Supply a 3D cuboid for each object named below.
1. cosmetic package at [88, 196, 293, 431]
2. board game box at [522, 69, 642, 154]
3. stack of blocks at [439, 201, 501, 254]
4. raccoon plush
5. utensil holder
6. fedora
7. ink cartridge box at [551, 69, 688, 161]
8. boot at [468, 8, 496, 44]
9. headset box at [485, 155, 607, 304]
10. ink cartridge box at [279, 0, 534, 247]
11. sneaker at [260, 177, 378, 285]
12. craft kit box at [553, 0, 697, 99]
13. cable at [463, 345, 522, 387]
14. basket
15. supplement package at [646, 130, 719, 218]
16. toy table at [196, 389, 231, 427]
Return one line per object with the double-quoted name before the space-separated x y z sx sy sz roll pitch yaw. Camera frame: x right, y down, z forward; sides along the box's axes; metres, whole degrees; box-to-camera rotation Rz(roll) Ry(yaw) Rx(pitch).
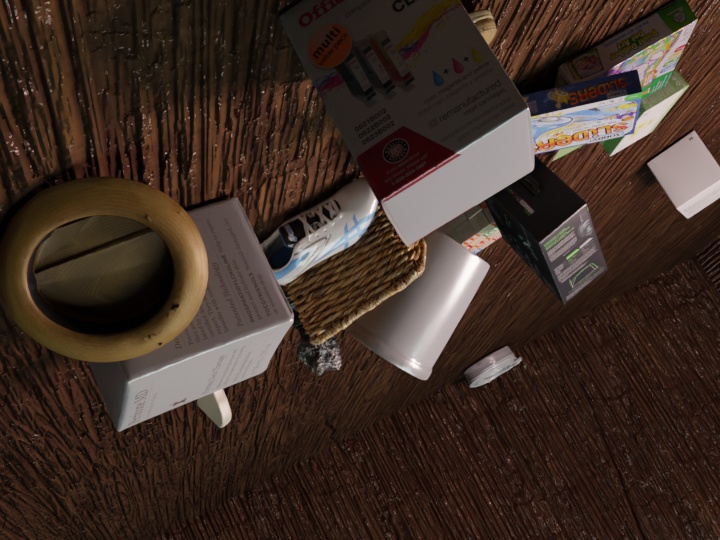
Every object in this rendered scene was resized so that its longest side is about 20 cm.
"cosmetic package" -0.211 0.050 1.034 0.197 0.169 0.168 -20 161 -27
"board game box" 0.275 -0.206 1.228 0.196 0.035 0.135 -11 163 10
"stack of blocks" 0.170 -0.057 1.565 0.199 0.059 0.115 -36 163 19
"raccoon plush" -0.050 0.077 1.442 0.095 0.136 0.200 -14 158 -37
"utensil holder" 0.085 0.038 1.392 0.202 0.169 0.170 -57 161 3
"fedora" -0.248 -0.009 0.884 0.198 0.203 0.082 -30 -157 3
"ink cartridge box" 0.421 -0.238 1.474 0.198 0.048 0.146 -31 165 -18
"boot" 0.109 -0.162 0.977 0.072 0.157 0.200 -14 158 -41
"headset box" 0.273 -0.077 1.380 0.092 0.175 0.200 -38 141 0
"ink cartridge box" 0.044 -0.158 0.806 0.144 0.202 0.145 -31 161 5
"sneaker" -0.059 -0.052 1.175 0.199 0.073 0.072 -37 155 11
"craft kit box" 0.364 -0.276 1.289 0.195 0.049 0.200 -27 164 -1
"cable" 0.464 0.346 3.238 0.199 0.070 0.198 -39 160 31
"basket" 0.000 0.000 1.282 0.199 0.151 0.142 -35 163 16
"supplement package" 0.714 -0.204 1.958 0.119 0.123 0.199 -35 163 20
"toy table" -0.223 0.107 1.192 0.198 0.184 0.118 -19 149 -40
